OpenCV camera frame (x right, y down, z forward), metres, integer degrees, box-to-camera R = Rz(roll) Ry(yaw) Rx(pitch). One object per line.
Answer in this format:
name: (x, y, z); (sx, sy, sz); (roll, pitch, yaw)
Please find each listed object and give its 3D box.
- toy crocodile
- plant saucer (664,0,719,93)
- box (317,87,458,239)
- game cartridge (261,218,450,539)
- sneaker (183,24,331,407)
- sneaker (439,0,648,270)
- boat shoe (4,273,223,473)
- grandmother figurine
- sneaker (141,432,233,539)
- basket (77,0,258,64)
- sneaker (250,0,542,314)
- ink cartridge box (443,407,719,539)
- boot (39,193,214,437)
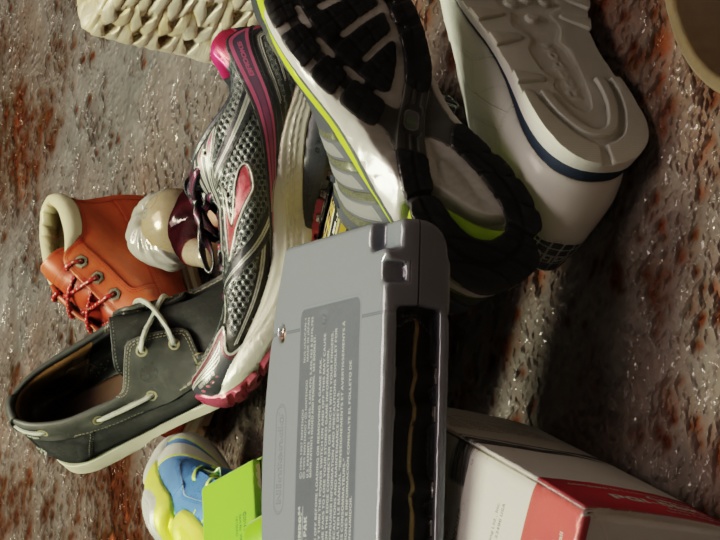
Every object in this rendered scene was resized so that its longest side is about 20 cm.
toy crocodile: (-0.047, 0.178, 1.310); (0.067, 0.062, 0.200); (-34, 44, 25)
plant saucer: (0.189, -0.166, 1.127); (0.200, 0.029, 0.200); (-34, 51, 56)
box: (0.000, 0.000, 1.381); (0.160, 0.049, 0.200); (-95, 18, -82)
game cartridge: (-0.005, 0.083, 1.217); (0.133, 0.040, 0.200); (-11, 75, 61)
sneaker: (-0.058, -0.027, 1.404); (0.081, 0.075, 0.200); (130, 152, -80)
sneaker: (0.073, -0.091, 1.300); (0.200, 0.076, 0.081); (-104, 25, -45)
boat shoe: (-0.114, 0.047, 1.567); (0.200, 0.068, 0.072); (-32, 44, 17)
grandmother figurine: (-0.077, -0.049, 1.595); (0.200, 0.061, 0.121); (-30, 16, 52)
sneaker: (-0.058, 0.142, 1.504); (0.105, 0.076, 0.200); (-46, 36, 21)
basket: (-0.062, -0.242, 1.541); (0.200, 0.161, 0.198); (125, 145, -45)
sneaker: (0.004, -0.061, 1.257); (0.200, 0.074, 0.081); (61, 150, 14)
ink cartridge box: (0.070, 0.151, 1.185); (0.200, 0.083, 0.147); (26, 105, 65)
boot: (-0.144, 0.028, 1.671); (0.075, 0.107, 0.200); (-59, 34, 34)
